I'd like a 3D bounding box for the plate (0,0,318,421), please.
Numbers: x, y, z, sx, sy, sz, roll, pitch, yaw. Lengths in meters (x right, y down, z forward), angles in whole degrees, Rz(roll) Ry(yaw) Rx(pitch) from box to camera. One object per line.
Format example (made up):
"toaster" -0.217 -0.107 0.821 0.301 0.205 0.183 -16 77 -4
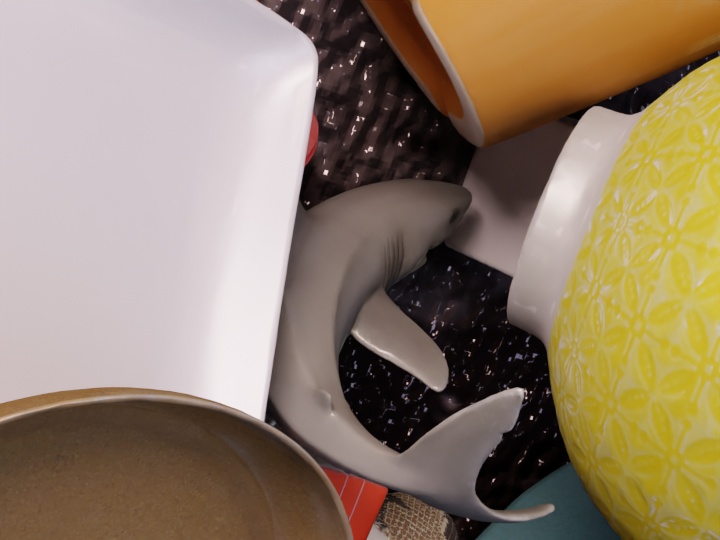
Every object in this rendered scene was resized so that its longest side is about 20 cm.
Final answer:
"plate" -0.099 -0.013 0.645 0.199 0.032 0.201 27 65 -44

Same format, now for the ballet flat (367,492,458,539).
"ballet flat" -0.038 0.147 0.865 0.200 0.068 0.075 -38 153 -18

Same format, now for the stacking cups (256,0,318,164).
"stacking cups" -0.068 -0.104 0.733 0.060 0.060 0.201 -43 131 -16

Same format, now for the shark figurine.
"shark figurine" -0.011 0.010 0.758 0.127 0.215 0.090 -7 120 -3

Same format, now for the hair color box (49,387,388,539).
"hair color box" -0.100 0.060 0.748 0.199 0.111 0.064 20 95 -44

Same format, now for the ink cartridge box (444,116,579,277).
"ink cartridge box" 0.148 -0.008 0.917 0.199 0.117 0.068 12 100 -41

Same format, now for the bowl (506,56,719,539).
"bowl" 0.113 0.000 0.738 0.201 0.107 0.201 -61 166 -27

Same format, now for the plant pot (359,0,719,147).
"plant pot" 0.082 -0.144 0.764 0.183 0.200 0.201 -35 130 -3

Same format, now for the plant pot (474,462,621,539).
"plant pot" 0.120 0.166 0.937 0.200 0.140 0.142 -42 143 -51

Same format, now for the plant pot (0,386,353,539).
"plant pot" -0.095 0.108 0.614 0.199 0.028 0.201 -19 133 -21
